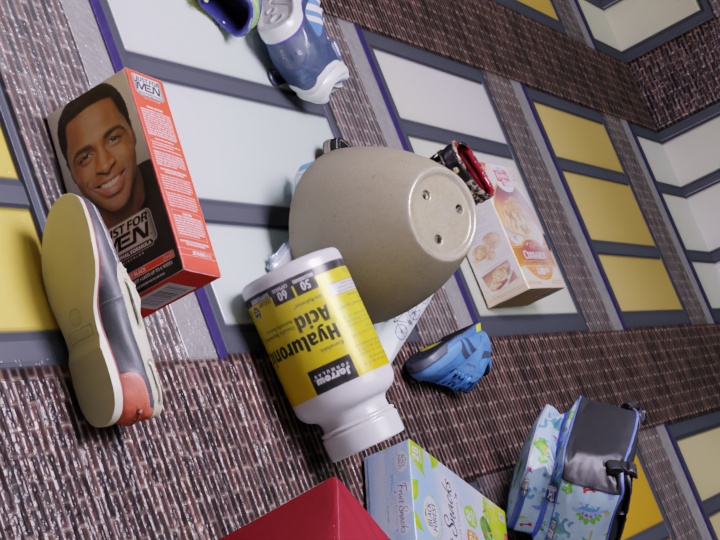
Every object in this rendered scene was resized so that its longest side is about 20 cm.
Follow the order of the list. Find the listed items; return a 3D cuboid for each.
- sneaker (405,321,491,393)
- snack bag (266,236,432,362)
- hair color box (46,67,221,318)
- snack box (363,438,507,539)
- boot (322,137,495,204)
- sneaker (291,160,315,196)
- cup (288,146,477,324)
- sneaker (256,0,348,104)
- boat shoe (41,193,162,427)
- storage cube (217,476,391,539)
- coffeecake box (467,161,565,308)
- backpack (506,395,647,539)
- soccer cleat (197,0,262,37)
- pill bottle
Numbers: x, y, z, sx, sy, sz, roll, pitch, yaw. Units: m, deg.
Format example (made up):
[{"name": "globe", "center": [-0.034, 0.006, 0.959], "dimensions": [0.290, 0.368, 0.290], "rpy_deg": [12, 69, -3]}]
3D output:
[{"name": "sneaker", "center": [0.119, 0.118, 1.851], "dimensions": [0.200, 0.066, 0.079], "rpy_deg": [-18, 86, -66]}, {"name": "snack bag", "center": [0.000, 0.000, 1.689], "dimensions": [0.200, 0.021, 0.189], "rpy_deg": [52, 53, -23]}, {"name": "hair color box", "center": [-0.205, -0.068, 1.342], "dimensions": [0.061, 0.101, 0.201], "rpy_deg": [14, 52, -59]}, {"name": "snack box", "center": [0.088, 0.302, 1.604], "dimensions": [0.200, 0.068, 0.169], "rpy_deg": [39, 34, -40]}, {"name": "boot", "center": [0.060, -0.119, 1.862], "dimensions": [0.200, 0.150, 0.073], "rpy_deg": [47, 29, -33]}, {"name": "sneaker", "center": [-0.007, -0.059, 1.762], "dimensions": [0.200, 0.072, 0.073], "rpy_deg": [41, 43, -41]}, {"name": "cup", "center": [0.043, -0.050, 1.628], "dimensions": [0.200, 0.143, 0.201], "rpy_deg": [10, 75, -38]}, {"name": "sneaker", "center": [-0.070, -0.293, 1.878], "dimensions": [0.147, 0.080, 0.200], "rpy_deg": [57, 20, -34]}, {"name": "boat shoe", "center": [-0.214, 0.033, 1.252], "dimensions": [0.062, 0.071, 0.201], "rpy_deg": [-4, 75, -48]}, {"name": "storage cube", "center": [-0.042, 0.309, 1.190], "dimensions": [0.171, 0.200, 0.180], "rpy_deg": [48, 22, -29]}, {"name": "coffeecake box", "center": [0.206, -0.051, 2.183], "dimensions": [0.153, 0.073, 0.201], "rpy_deg": [-1, 66, -63]}, {"name": "backpack", "center": [0.260, 0.274, 1.855], "dimensions": [0.183, 0.146, 0.201], "rpy_deg": [-60, 161, -60]}, {"name": "soccer cleat", "center": [-0.182, -0.353, 1.717], "dimensions": [0.200, 0.065, 0.084], "rpy_deg": [48, 31, -31]}, {"name": "pill bottle", "center": [-0.033, 0.087, 1.520], "dimensions": [0.201, 0.111, 0.111], "rpy_deg": [65, 24, 4]}]
